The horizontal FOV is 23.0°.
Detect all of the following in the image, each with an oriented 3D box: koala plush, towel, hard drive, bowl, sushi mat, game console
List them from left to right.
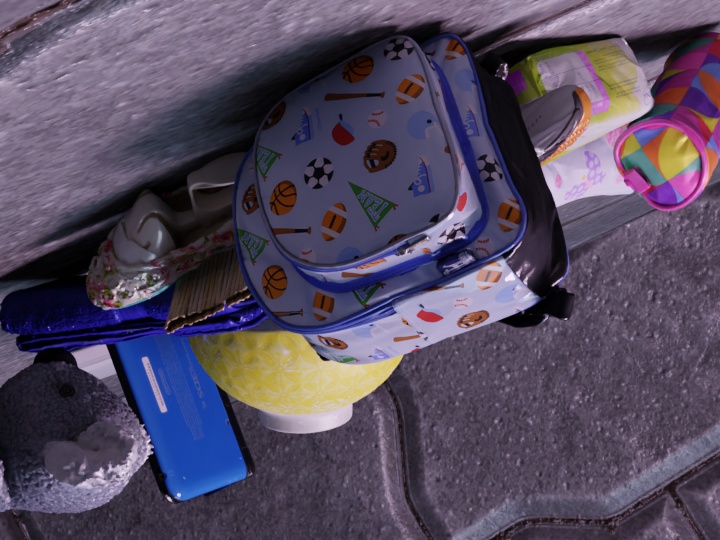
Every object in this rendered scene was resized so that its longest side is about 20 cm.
[{"bbox_3d":[-0.248,0.124,1.263,0.197,0.186,0.177,5,173,-5],"label":"koala plush"},{"bbox_3d":[-0.265,0.092,1.955,0.198,0.027,0.132,-19,173,-33],"label":"hard drive"},{"bbox_3d":[-0.160,0.027,1.355,0.198,0.050,0.148,-4,-175,18],"label":"towel"},{"bbox_3d":[-0.184,0.111,1.574,0.118,0.202,0.170,-26,172,32],"label":"game console"},{"bbox_3d":[-0.091,-0.018,1.268,0.095,0.012,0.200,-25,-159,10],"label":"sushi mat"},{"bbox_3d":[-0.047,0.070,1.459,0.197,0.109,0.200,-3,-165,1],"label":"bowl"}]

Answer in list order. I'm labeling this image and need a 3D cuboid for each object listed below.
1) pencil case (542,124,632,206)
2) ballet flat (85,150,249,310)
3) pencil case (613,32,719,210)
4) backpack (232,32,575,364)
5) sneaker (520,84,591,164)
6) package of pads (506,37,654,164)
[{"bbox_3d":[0.190,-0.100,1.623,0.199,0.092,0.083,-18,173,-42],"label":"pencil case"},{"bbox_3d":[-0.115,-0.041,1.222,0.198,0.076,0.064,-28,142,9],"label":"ballet flat"},{"bbox_3d":[0.270,-0.125,1.465,0.088,0.089,0.200,-26,-167,33],"label":"pencil case"},{"bbox_3d":[0.013,-0.037,1.099,0.189,0.202,0.154,-31,142,23],"label":"backpack"},{"bbox_3d":[0.064,-0.092,1.223,0.199,0.093,0.076,-27,179,30],"label":"sneaker"},{"bbox_3d":[0.123,-0.114,1.344,0.154,0.069,0.199,-26,177,31],"label":"package of pads"}]
